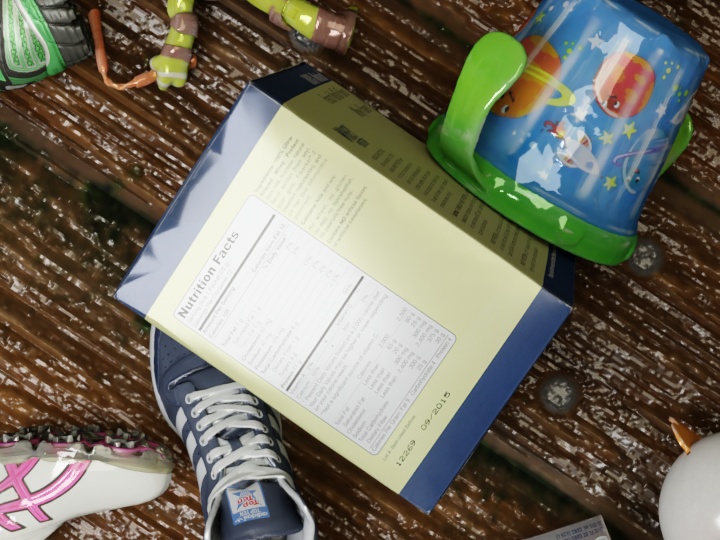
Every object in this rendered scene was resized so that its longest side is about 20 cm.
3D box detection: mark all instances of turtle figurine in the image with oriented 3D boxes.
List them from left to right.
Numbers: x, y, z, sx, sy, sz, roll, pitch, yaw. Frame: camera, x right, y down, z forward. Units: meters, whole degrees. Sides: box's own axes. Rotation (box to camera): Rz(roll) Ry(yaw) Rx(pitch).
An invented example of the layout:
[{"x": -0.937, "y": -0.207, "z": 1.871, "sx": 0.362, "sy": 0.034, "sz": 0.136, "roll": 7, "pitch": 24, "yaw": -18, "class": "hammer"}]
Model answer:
[{"x": -0.074, "y": -0.197, "z": 1.151, "sx": 0.160, "sy": 0.064, "sz": 0.201, "roll": 12, "pitch": 83, "yaw": -2, "class": "turtle figurine"}]

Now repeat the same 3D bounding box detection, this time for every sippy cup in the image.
[{"x": 0.127, "y": -0.093, "z": 1.096, "sx": 0.139, "sy": 0.178, "sz": 0.131, "roll": 32, "pitch": 105, "yaw": 1, "class": "sippy cup"}]

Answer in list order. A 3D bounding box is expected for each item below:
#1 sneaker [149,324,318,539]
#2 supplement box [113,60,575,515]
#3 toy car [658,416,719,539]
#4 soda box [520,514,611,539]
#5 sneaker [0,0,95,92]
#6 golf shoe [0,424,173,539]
[{"x": -0.072, "y": 0.104, "z": 1.097, "sx": 0.070, "sy": 0.109, "sz": 0.201, "roll": -16, "pitch": 85, "yaw": -6, "class": "sneaker"}, {"x": 0.000, "y": 0.000, "z": 1.055, "sx": 0.199, "sy": 0.200, "sz": 0.135, "roll": 35, "pitch": 101, "yaw": 0, "class": "supplement box"}, {"x": 0.239, "y": 0.165, "z": 1.107, "sx": 0.184, "sy": 0.177, "sz": 0.201, "roll": -38, "pitch": 50, "yaw": 19, "class": "toy car"}, {"x": 0.054, "y": 0.205, "z": 1.098, "sx": 0.199, "sy": 0.063, "sz": 0.070, "roll": -15, "pitch": 74, "yaw": -15, "class": "soda box"}, {"x": -0.239, "y": -0.198, "z": 1.135, "sx": 0.085, "sy": 0.078, "sz": 0.201, "roll": -29, "pitch": 85, "yaw": -2, "class": "sneaker"}, {"x": -0.203, "y": 0.136, "z": 1.106, "sx": 0.198, "sy": 0.073, "sz": 0.093, "roll": -6, "pitch": 91, "yaw": 7, "class": "golf shoe"}]
